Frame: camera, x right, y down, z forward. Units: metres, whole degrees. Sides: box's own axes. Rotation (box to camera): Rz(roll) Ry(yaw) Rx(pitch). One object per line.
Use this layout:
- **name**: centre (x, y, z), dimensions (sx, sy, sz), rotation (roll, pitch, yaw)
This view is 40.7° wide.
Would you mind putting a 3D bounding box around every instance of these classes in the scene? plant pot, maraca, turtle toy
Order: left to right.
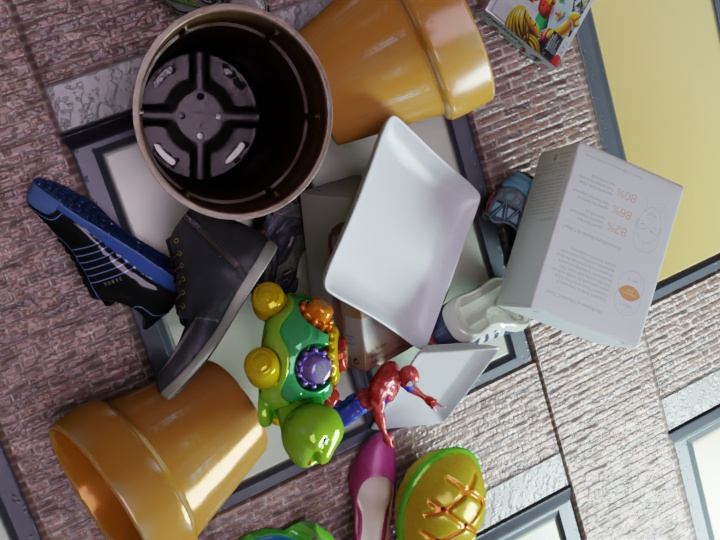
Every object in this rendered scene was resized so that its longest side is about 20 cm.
- **plant pot**: centre (-0.207, 0.202, 1.064), dimensions (0.182, 0.199, 0.203), rotation (-35, 108, -29)
- **plant pot**: centre (-0.153, -0.164, 1.018), dimensions (0.196, 0.198, 0.205), rotation (-3, 99, -21)
- **turtle toy**: centre (-0.064, 0.113, 1.051), dimensions (0.099, 0.147, 0.204), rotation (-1, 61, 6)
- **plant pot**: centre (0.025, -0.239, 1.083), dimensions (0.181, 0.200, 0.203), rotation (-28, 107, 1)
- **maraca**: centre (0.098, 0.318, 1.230), dimensions (0.135, 0.106, 0.204), rotation (0, 106, -33)

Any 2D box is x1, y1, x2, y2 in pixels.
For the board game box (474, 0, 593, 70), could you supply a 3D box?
- **board game box**: centre (0.243, -0.375, 1.227), dimensions (0.125, 0.035, 0.203), rotation (31, 86, -21)

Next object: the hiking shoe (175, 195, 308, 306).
- **hiking shoe**: centre (-0.119, 0.002, 1.119), dimensions (0.199, 0.076, 0.101), rotation (-40, 105, -12)

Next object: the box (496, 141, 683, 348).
- **box**: centre (0.273, -0.028, 1.167), dimensions (0.150, 0.106, 0.204), rotation (20, 85, -14)

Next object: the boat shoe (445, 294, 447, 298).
- **boat shoe**: centre (0.067, -0.039, 1.189), dimensions (0.073, 0.066, 0.204), rotation (-12, 114, -21)

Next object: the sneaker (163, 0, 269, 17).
- **sneaker**: centre (-0.187, -0.312, 1.045), dimensions (0.197, 0.085, 0.080), rotation (20, 90, -23)

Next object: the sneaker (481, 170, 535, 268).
- **sneaker**: centre (0.227, -0.025, 1.255), dimensions (0.095, 0.079, 0.201), rotation (-38, 99, -6)

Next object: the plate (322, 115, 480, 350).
- **plate**: centre (0.044, -0.038, 1.081), dimensions (0.199, 0.032, 0.203), rotation (33, 75, -46)

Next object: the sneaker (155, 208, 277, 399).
- **sneaker**: centre (-0.181, 0.029, 1.025), dimensions (0.105, 0.075, 0.202), rotation (33, 70, -5)

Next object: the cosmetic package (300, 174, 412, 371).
- **cosmetic package**: centre (0.000, 0.000, 1.131), dimensions (0.102, 0.086, 0.204), rotation (-23, 113, -43)

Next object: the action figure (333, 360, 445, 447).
- **action figure**: centre (0.016, 0.172, 1.129), dimensions (0.099, 0.199, 0.066), rotation (43, 41, -9)

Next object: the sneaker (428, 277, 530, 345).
- **sneaker**: centre (0.140, 0.063, 1.217), dimensions (0.198, 0.084, 0.076), rotation (-5, 65, -52)

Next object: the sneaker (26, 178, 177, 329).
- **sneaker**: centre (-0.287, -0.015, 1.056), dimensions (0.199, 0.070, 0.078), rotation (37, 101, -11)

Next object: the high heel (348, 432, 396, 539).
- **high heel**: centre (0.019, 0.309, 1.202), dimensions (0.066, 0.096, 0.204), rotation (15, 92, -21)

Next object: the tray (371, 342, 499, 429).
- **tray**: centre (0.085, 0.138, 1.179), dimensions (0.105, 0.201, 0.023), rotation (-3, 57, -21)

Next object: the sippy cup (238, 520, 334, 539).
- **sippy cup**: centre (-0.098, 0.396, 1.152), dimensions (0.137, 0.130, 0.182), rotation (0, 98, -20)
